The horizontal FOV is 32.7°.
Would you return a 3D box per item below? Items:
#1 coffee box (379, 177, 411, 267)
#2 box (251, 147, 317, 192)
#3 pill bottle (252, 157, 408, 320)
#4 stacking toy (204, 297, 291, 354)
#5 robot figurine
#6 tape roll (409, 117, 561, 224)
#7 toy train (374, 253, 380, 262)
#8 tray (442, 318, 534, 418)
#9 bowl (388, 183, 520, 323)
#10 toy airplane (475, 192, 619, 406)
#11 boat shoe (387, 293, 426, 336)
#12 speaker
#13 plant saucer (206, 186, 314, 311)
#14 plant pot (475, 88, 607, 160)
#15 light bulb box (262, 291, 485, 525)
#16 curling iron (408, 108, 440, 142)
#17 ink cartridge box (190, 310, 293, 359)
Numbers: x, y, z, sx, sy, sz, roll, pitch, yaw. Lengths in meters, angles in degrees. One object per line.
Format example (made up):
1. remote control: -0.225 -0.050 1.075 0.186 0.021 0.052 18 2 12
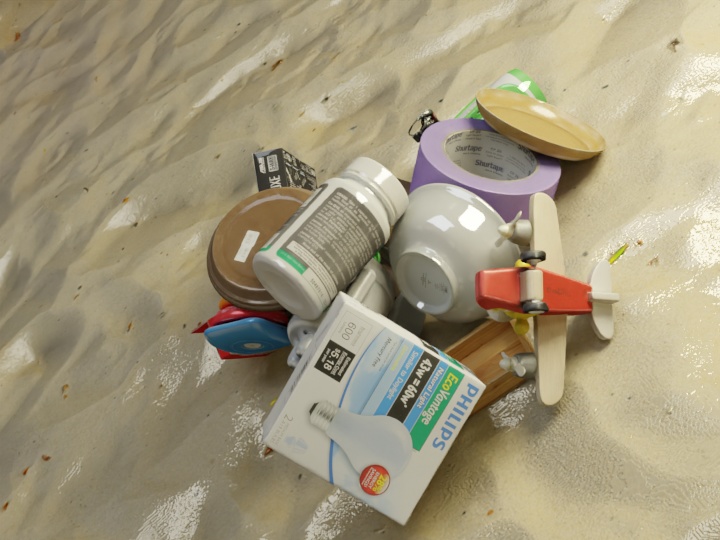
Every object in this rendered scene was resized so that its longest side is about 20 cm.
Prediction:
1. coffee box: 0.071 -0.063 1.813 0.113 0.080 0.199 -53 38 -10
2. box: -0.102 -0.088 1.853 0.049 0.200 0.160 -10 84 11
3. pill bottle: -0.034 -0.044 1.562 0.200 0.114 0.113 -47 37 -21
4. stacking toy: -0.151 0.009 1.706 0.109 0.116 0.202 -14 68 33
5. robot figurine: -0.024 0.057 1.655 0.201 0.112 0.170 -60 7 -32
6. tape roll: 0.171 -0.125 1.691 0.198 0.086 0.201 8 36 -5
7. toy train: 0.000 0.000 1.770 0.056 0.041 0.202 12 96 63
8. tray: 0.132 0.143 1.593 0.199 0.037 0.099 -36 37 9
9. bowl: 0.107 -0.005 1.610 0.200 0.203 0.090 3 32 43
10. toy airplane: 0.220 0.033 1.508 0.140 0.200 0.200 -13 29 45
11. boat shoe: 0.027 0.117 1.692 0.066 0.070 0.201 -18 43 51
12. speaker: 0.186 -0.210 1.854 0.200 0.089 0.088 -44 37 -3
13. plant saucer: -0.117 -0.036 1.659 0.198 0.030 0.202 -8 55 11
14. plant pot: 0.251 -0.203 1.731 0.200 0.198 0.028 55 130 53
15. light bulb box: 0.014 0.163 1.480 0.199 0.199 0.125 -60 6 3
16. curling iron: 0.107 -0.211 1.865 0.026 0.200 0.050 42 97 10
17. ink cartridge box: -0.141 0.077 1.815 0.199 0.116 0.068 -30 74 29
